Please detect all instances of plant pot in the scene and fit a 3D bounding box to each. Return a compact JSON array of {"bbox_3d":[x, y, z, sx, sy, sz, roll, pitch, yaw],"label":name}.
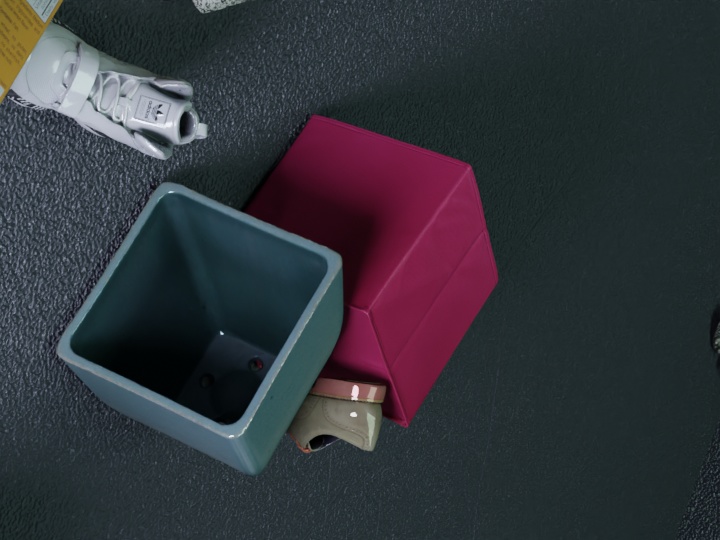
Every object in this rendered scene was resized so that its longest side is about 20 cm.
[{"bbox_3d":[-0.131,0.077,1.781,0.197,0.194,0.201,-59,160,-22],"label":"plant pot"}]

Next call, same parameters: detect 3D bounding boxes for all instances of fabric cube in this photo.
[{"bbox_3d":[0.000,0.000,1.949,0.200,0.195,0.201,-56,149,-27],"label":"fabric cube"}]

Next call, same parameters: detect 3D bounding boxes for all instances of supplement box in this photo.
[{"bbox_3d":[-0.281,-0.195,1.465,0.201,0.066,0.069,-62,147,-20],"label":"supplement box"}]

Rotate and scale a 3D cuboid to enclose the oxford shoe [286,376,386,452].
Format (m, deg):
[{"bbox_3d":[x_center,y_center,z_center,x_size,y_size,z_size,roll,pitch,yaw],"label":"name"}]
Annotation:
[{"bbox_3d":[-0.066,0.141,1.907,0.070,0.198,0.076,7,85,-52],"label":"oxford shoe"}]

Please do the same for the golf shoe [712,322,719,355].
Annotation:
[{"bbox_3d":[0.654,0.114,3.351,0.201,0.076,0.089,66,30,-55],"label":"golf shoe"}]

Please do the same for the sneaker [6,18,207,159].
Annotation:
[{"bbox_3d":[-0.207,-0.148,1.573,0.200,0.114,0.076,27,83,-62],"label":"sneaker"}]

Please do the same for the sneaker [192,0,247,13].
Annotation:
[{"bbox_3d":[-0.104,-0.282,1.747,0.077,0.088,0.200,58,25,-10],"label":"sneaker"}]
